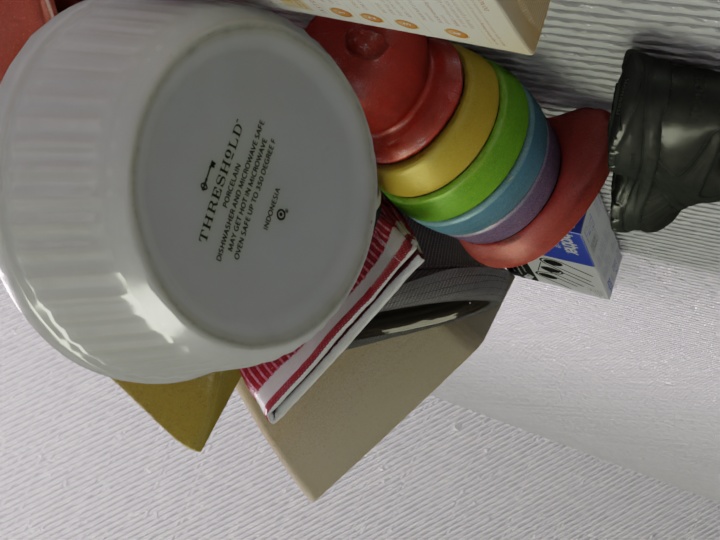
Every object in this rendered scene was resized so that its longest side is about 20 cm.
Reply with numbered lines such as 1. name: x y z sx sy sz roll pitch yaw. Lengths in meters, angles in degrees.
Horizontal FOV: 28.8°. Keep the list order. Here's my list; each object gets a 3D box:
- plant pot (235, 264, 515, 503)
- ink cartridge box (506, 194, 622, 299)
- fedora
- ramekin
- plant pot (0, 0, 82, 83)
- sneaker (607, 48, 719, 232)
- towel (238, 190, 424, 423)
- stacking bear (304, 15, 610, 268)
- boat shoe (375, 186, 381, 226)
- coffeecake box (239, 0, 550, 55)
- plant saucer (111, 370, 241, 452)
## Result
1. plant pot: -0.014 0.035 1.167 0.177 0.200 0.200 44 -159 -2
2. ink cartridge box: 0.153 -0.030 1.137 0.094 0.044 0.200 15 169 20
3. fedora: 0.000 0.000 0.974 0.199 0.091 0.177 -16 170 19
4. ramekin: -0.078 -0.041 0.697 0.094 0.203 0.202 3 162 45
5. plant pot: -0.212 -0.087 0.824 0.194 0.202 0.201 -22 157 15
6. sneaker: 0.189 -0.062 0.807 0.090 0.076 0.200 8 172 13
7. towel: -0.042 -0.008 0.905 0.023 0.144 0.200 35 -168 -32
8. stacking bear: 0.043 -0.092 0.831 0.121 0.114 0.200 9 162 48
9. boat shoe: -0.066 -0.020 0.866 0.198 0.075 0.066 -3 121 30
10. coffeecake box: -0.027 -0.169 0.598 0.199 0.073 0.153 15 172 24
11. plant saucer: -0.149 0.008 0.991 0.200 0.048 0.200 45 -162 -8
